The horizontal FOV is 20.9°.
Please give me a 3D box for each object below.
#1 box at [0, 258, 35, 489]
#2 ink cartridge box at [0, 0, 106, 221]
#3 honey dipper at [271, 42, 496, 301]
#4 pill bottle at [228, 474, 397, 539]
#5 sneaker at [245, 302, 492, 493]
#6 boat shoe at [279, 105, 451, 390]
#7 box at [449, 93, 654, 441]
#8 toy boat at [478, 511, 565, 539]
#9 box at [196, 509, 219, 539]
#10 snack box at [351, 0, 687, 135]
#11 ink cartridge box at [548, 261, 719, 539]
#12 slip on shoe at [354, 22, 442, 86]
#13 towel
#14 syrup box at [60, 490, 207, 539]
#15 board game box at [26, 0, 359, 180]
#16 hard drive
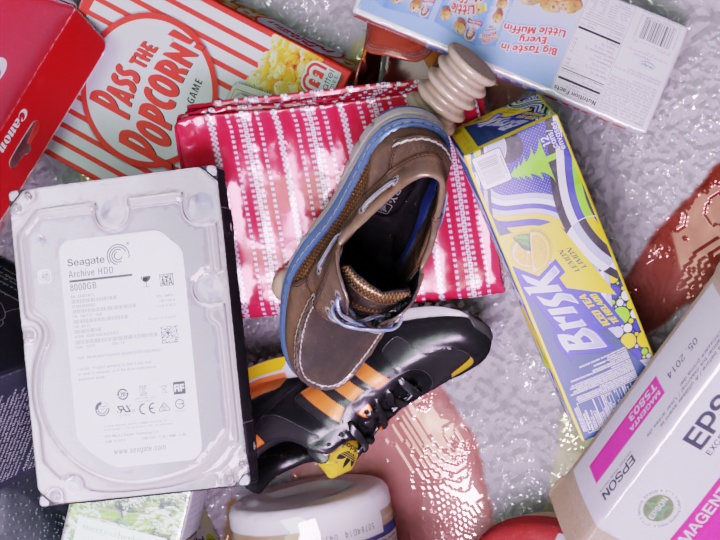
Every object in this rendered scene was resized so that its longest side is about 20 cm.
[{"bbox_3d":[-0.279,0.068,1.330,0.148,0.200,0.108,27,106,15],"label":"box"},{"bbox_3d":[-0.290,-0.133,1.338,0.176,0.084,0.201,46,111,31],"label":"ink cartridge box"},{"bbox_3d":[0.007,-0.056,1.212,0.038,0.038,0.200,45,110,9],"label":"honey dipper"},{"bbox_3d":[-0.020,0.246,1.308,0.110,0.111,0.202,-8,95,21],"label":"pill bottle"},{"bbox_3d":[0.001,0.091,1.281,0.199,0.070,0.091,-19,54,27],"label":"sneaker"},{"bbox_3d":[0.000,0.000,1.184,0.072,0.073,0.201,10,122,-15],"label":"boat shoe"},{"bbox_3d":[0.123,-0.002,1.207,0.064,0.070,0.201,-23,107,1],"label":"box"},{"bbox_3d":[0.108,0.258,1.252,0.130,0.131,0.201,17,104,17],"label":"toy boat"},{"bbox_3d":[-0.139,0.191,1.365,0.050,0.075,0.201,-26,90,23],"label":"box"},{"bbox_3d":[0.099,-0.155,1.218,0.199,0.024,0.072,23,91,1],"label":"snack box"},{"bbox_3d":[0.238,0.115,1.179,0.164,0.075,0.201,28,110,-18],"label":"ink cartridge box"},{"bbox_3d":[0.033,-0.151,1.257,0.074,0.061,0.202,12,102,19],"label":"slip on shoe"},{"bbox_3d":[-0.013,-0.044,1.246,0.198,0.022,0.146,-5,104,9],"label":"towel"},{"bbox_3d":[-0.142,0.138,1.283,0.078,0.081,0.202,13,89,5],"label":"syrup box"},{"bbox_3d":[-0.111,-0.111,1.324,0.199,0.046,0.152,28,106,15],"label":"board game box"},{"bbox_3d":[-0.143,0.041,1.226,0.139,0.038,0.202,-6,87,8],"label":"hard drive"}]
